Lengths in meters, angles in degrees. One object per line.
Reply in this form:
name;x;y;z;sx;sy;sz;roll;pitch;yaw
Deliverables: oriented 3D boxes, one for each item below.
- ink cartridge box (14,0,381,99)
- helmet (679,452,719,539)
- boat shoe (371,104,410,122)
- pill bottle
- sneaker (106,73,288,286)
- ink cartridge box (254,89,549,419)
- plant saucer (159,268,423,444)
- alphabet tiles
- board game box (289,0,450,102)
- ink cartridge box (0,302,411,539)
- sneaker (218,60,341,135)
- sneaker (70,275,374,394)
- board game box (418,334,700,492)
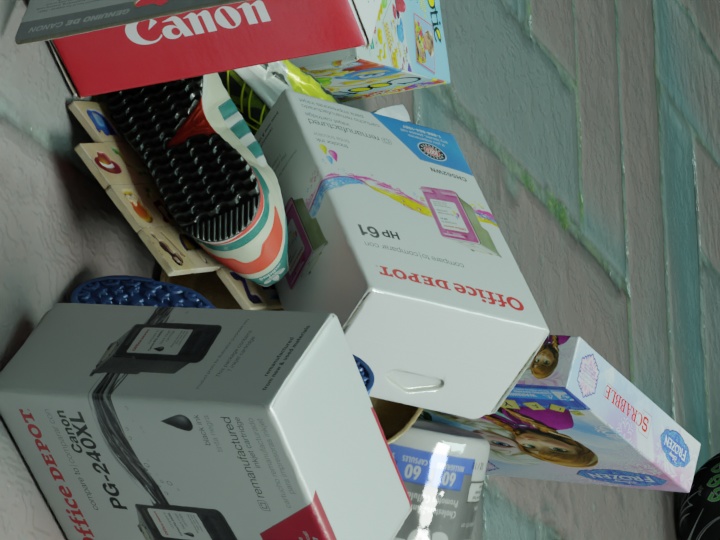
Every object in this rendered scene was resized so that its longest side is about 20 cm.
ink cartridge box;-0.091;-0.177;1.478;0.176;0.199;0.084;-76;150;-46
helmet;0.457;0.290;2.736;0.199;0.191;0.201;17;54;-24
boat shoe;0.003;-0.083;1.871;0.067;0.070;0.200;66;14;-2
pill bottle;0.015;0.202;1.667;0.114;0.113;0.201;10;92;-68
sneaker;-0.098;-0.069;1.525;0.200;0.070;0.094;62;4;40
ink cartridge box;0.017;-0.011;1.567;0.144;0.085;0.201;12;38;-32
plant saucer;-0.047;0.044;1.612;0.199;0.035;0.201;15;53;-20
alphabet tiles;-0.107;-0.041;1.539;0.167;0.008;0.200;53;18;11
board game box;-0.018;-0.189;1.808;0.200;0.102;0.106;3;79;-68
ink cartridge box;-0.091;0.099;1.366;0.084;0.199;0.146;-55;134;-41
sneaker;-0.085;-0.118;1.649;0.200;0.084;0.075;44;20;-23
sneaker;-0.087;0.069;1.443;0.070;0.199;0.078;-43;148;-53
board game box;0.109;0.098;1.707;0.199;0.199;0.041;38;61;-48
